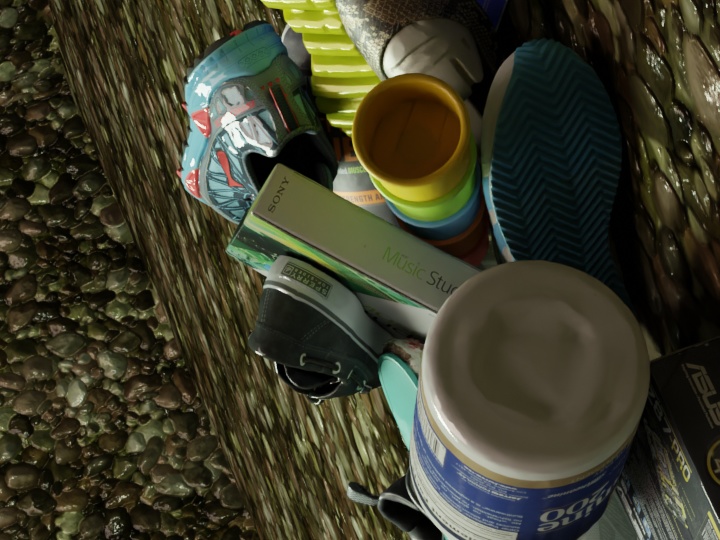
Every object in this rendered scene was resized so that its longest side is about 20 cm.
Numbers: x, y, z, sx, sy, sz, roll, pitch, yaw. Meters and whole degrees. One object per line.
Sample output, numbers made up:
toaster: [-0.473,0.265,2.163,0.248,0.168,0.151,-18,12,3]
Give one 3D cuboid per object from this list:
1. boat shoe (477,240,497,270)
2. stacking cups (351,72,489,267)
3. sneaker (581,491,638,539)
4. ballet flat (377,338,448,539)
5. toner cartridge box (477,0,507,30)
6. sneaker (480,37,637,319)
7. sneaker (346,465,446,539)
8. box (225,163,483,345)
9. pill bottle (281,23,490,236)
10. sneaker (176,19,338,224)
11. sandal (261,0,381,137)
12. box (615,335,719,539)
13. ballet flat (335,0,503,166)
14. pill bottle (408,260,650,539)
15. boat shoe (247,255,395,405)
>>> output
boat shoe: [0.107,0.076,1.498,0.074,0.064,0.203,-145,37,-74]
stacking cups: [0.043,-0.040,1.322,0.200,0.060,0.061,58,-171,-70]
sneaker: [0.127,0.110,1.421,0.074,0.079,0.201,156,97,-79]
ballet flat: [0.068,0.114,1.455,0.076,0.064,0.201,18,135,56]
toner cartridge box: [0.049,-0.194,1.369,0.200,0.043,0.095,108,142,-74]
sneaker: [0.096,-0.038,1.323,0.081,0.076,0.201,-121,17,-52]
sneaker: [0.057,0.117,1.596,0.078,0.139,0.201,84,172,-50]
box: [0.000,0.000,1.400,0.144,0.036,0.200,28,170,-3]
pill bottle: [0.013,-0.107,1.549,0.106,0.106,0.201,-136,29,-69]
sneaker: [-0.058,-0.061,1.501,0.096,0.079,0.200,54,169,20]
sandal: [0.003,-0.146,1.405,0.079,0.087,0.200,7,146,29]
box: [0.190,0.155,1.249,0.161,0.049,0.201,87,162,-64]
ballet flat: [0.053,-0.096,1.348,0.200,0.068,0.075,50,-166,-47]
pill bottle: [0.081,0.083,1.277,0.200,0.110,0.111,94,155,-66]
boat shoe: [-0.025,0.044,1.430,0.068,0.057,0.200,25,171,17]
